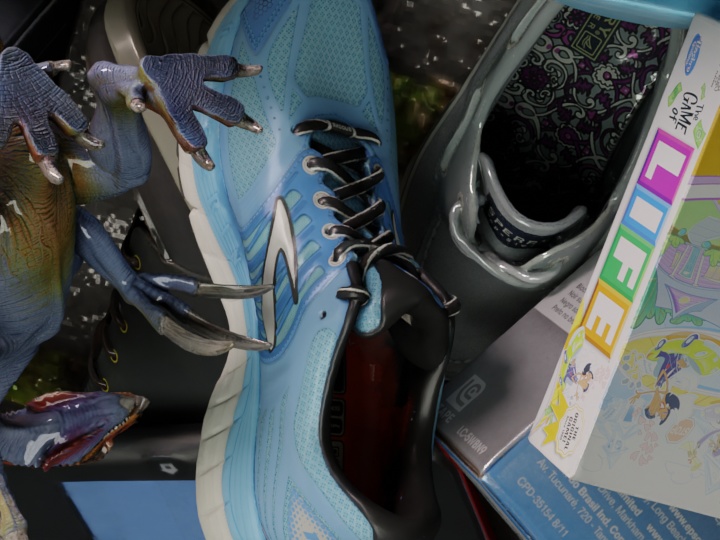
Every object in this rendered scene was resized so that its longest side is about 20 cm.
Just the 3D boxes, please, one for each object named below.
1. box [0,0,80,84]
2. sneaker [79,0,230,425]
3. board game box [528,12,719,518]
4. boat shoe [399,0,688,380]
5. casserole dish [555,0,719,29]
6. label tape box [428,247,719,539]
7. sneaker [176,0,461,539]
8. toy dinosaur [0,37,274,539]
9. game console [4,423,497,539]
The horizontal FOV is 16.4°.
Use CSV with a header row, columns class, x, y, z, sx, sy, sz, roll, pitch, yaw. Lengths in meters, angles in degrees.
class,x,y,z,sx,sy,sz,roll,pitch,yaw
box,-0.184,-0.013,0.840,0.107,0.148,0.200,23,123,3
sneaker,-0.069,0.003,0.858,0.106,0.075,0.200,-15,115,24
board game box,0.164,0.018,0.742,0.200,0.034,0.135,16,102,-23
boat shoe,0.054,-0.034,0.800,0.070,0.072,0.201,26,123,1
casserole dish,0.074,-0.112,0.642,0.121,0.200,0.039,13,79,6
label tape box,0.141,0.038,0.797,0.200,0.063,0.144,-41,114,-4
sneaker,0.000,0.000,0.768,0.090,0.078,0.200,-12,80,53
toy dinosaur,-0.094,-0.010,0.729,0.200,0.105,0.181,62,146,10
game console,-0.042,0.111,0.902,0.200,0.031,0.177,-3,144,18
